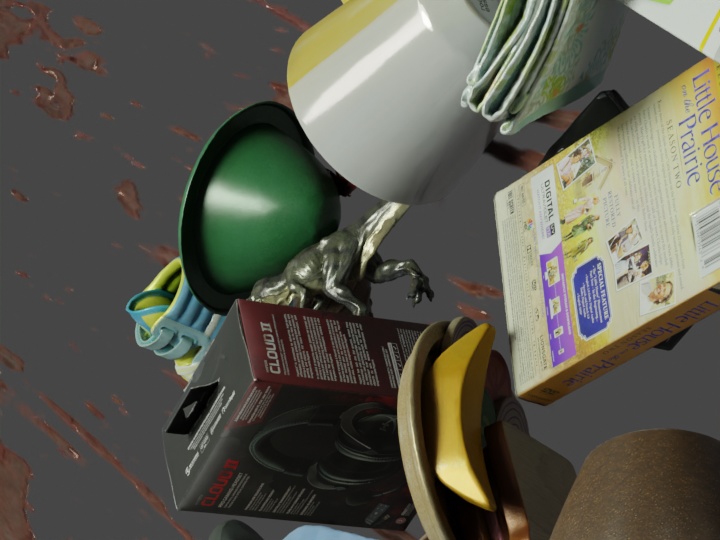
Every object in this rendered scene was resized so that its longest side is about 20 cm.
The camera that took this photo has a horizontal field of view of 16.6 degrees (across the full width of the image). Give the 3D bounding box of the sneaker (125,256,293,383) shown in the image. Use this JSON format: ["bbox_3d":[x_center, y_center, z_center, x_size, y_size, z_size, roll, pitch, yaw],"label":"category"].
[{"bbox_3d":[-0.135,0.077,1.997,0.080,0.130,0.200,25,107,61],"label":"sneaker"}]

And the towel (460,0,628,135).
[{"bbox_3d":[0.134,-0.178,1.490,0.200,0.048,0.171,-36,-29,-63],"label":"towel"}]

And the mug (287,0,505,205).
[{"bbox_3d":[0.039,-0.158,1.668,0.153,0.187,0.149,-41,8,43],"label":"mug"}]

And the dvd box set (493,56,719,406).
[{"bbox_3d":[0.161,-0.024,1.465,0.200,0.029,0.147,-34,50,40],"label":"dvd box set"}]

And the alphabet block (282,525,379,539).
[{"bbox_3d":[0.005,0.297,1.454,0.196,0.195,0.200,10,130,41],"label":"alphabet block"}]

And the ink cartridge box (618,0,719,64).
[{"bbox_3d":[0.206,-0.180,1.415,0.104,0.059,0.200,-59,31,9],"label":"ink cartridge box"}]

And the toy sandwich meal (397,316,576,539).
[{"bbox_3d":[0.091,0.122,1.521,0.070,0.205,0.206,-18,63,24],"label":"toy sandwich meal"}]

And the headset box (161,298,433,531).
[{"bbox_3d":[-0.035,0.102,1.708,0.149,0.200,0.077,-58,35,40],"label":"headset box"}]

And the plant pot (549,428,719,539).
[{"bbox_3d":[0.164,0.193,1.334,0.187,0.187,0.200,130,152,-49],"label":"plant pot"}]

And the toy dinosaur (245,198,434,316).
[{"bbox_3d":[0.000,0.000,1.780,0.200,0.047,0.088,-38,65,12],"label":"toy dinosaur"}]

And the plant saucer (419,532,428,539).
[{"bbox_3d":[0.071,0.268,1.638,0.200,0.037,0.201,-26,60,59],"label":"plant saucer"}]

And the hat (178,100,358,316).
[{"bbox_3d":[-0.022,-0.032,1.856,0.176,0.200,0.166,19,58,31],"label":"hat"}]

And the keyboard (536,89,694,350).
[{"bbox_3d":[0.168,-0.022,1.530,0.104,0.040,0.200,-47,37,16],"label":"keyboard"}]

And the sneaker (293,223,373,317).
[{"bbox_3d":[-0.021,0.065,1.852,0.200,0.075,0.070,-67,12,-16],"label":"sneaker"}]

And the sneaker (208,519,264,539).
[{"bbox_3d":[-0.050,0.236,1.868,0.200,0.074,0.085,42,116,49],"label":"sneaker"}]
